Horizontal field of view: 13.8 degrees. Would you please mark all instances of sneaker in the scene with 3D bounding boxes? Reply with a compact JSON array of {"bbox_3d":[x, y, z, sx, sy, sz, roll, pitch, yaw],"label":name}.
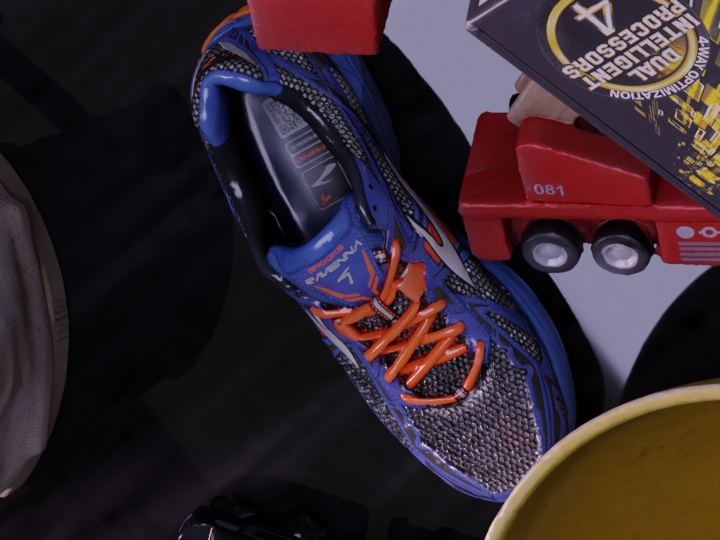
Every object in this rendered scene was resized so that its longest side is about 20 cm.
[{"bbox_3d":[0.000,0.000,1.029,0.075,0.078,0.200,-38,89,20],"label":"sneaker"}]

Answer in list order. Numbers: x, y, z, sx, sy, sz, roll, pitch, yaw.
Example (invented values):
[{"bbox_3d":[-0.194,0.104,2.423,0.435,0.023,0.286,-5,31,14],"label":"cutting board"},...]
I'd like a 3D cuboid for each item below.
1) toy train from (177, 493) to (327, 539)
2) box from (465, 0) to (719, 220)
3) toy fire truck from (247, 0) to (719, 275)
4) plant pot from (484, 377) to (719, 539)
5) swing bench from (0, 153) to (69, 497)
[{"bbox_3d":[0.027,0.122,1.062,0.199,0.046,0.034,16,105,12],"label":"toy train"},{"bbox_3d":[0.153,-0.084,0.849,0.161,0.049,0.200,33,138,-26],"label":"box"},{"bbox_3d":[0.074,-0.062,0.972,0.199,0.049,0.141,1,140,16],"label":"toy fire truck"},{"bbox_3d":[0.152,0.118,0.967,0.199,0.142,0.201,7,105,26],"label":"plant pot"},{"bbox_3d":[-0.215,0.010,1.029,0.199,0.199,0.130,23,106,10],"label":"swing bench"}]
